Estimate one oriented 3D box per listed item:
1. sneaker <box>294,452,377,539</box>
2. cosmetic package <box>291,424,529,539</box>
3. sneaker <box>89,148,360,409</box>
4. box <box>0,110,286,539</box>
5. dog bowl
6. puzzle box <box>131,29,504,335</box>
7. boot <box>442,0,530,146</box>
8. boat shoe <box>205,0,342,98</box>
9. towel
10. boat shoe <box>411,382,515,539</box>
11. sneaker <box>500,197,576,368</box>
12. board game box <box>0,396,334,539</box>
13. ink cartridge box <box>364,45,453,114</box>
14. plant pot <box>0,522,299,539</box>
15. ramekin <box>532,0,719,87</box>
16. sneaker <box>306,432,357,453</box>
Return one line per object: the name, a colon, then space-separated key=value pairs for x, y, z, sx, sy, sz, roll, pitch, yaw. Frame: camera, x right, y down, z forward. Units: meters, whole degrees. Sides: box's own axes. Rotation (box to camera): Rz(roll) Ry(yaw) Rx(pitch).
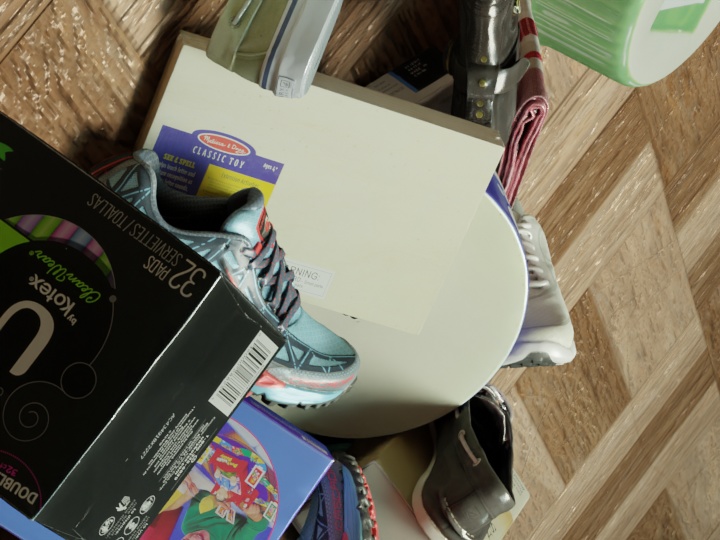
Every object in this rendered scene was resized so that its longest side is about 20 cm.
sneaker: x=-0.040 y=0.202 z=1.481 sx=0.079 sy=0.096 sz=0.200 roll=83 pitch=13 yaw=-81
cosmetic package: x=0.035 y=0.149 z=1.631 sx=0.071 sy=0.105 sz=0.200 roll=-34 pitch=-177 yaw=19
sneaker: x=-0.072 y=0.004 z=1.436 sx=0.096 sy=0.200 sz=0.079 roll=-52 pitch=-157 yaw=17
box: x=-0.167 y=0.022 z=1.247 sx=0.149 sy=0.200 sz=0.124 roll=-53 pitch=159 yaw=-6
dog bowl: x=0.000 y=0.000 z=1.563 sx=0.079 sy=0.200 sz=0.200 roll=-106 pitch=-142 yaw=-61
puzzle box: x=-0.033 y=-0.049 z=1.471 sx=0.025 sy=0.200 sz=0.133 roll=-104 pitch=-145 yaw=-60
boot: x=0.077 y=-0.173 z=1.538 sx=0.200 sy=0.069 sz=0.174 roll=-72 pitch=165 yaw=-53
boat shoe: x=-0.025 y=-0.194 z=1.409 sx=0.072 sy=0.062 sz=0.200 roll=113 pitch=-2 yaw=-76
towel: x=0.086 y=-0.106 z=1.677 sx=0.200 sy=0.023 sz=0.144 roll=-93 pitch=-161 yaw=-55
boat shoe: x=0.076 y=0.109 z=1.594 sx=0.057 sy=0.067 sz=0.200 roll=-33 pitch=-163 yaw=19
sneaker: x=0.097 y=0.009 z=1.680 sx=0.200 sy=0.075 sz=0.081 roll=-110 pitch=-161 yaw=-70
board game box: x=-0.136 y=0.104 z=1.438 sx=0.134 sy=0.200 sz=0.045 roll=-55 pitch=-171 yaw=1
ink cartridge box: x=0.010 y=-0.050 z=1.720 sx=0.099 sy=0.039 sz=0.200 roll=-35 pitch=151 yaw=-41
plant pot: x=-0.120 y=0.175 z=1.593 sx=0.200 sy=0.200 sz=0.198 roll=-55 pitch=151 yaw=-1
ramekin: x=0.199 y=-0.225 z=1.782 sx=0.200 sy=0.098 sz=0.200 roll=-44 pitch=155 yaw=-26
sneaker: x=-0.019 y=0.134 z=1.791 sx=0.084 sy=0.121 sz=0.200 roll=-42 pitch=162 yaw=17
